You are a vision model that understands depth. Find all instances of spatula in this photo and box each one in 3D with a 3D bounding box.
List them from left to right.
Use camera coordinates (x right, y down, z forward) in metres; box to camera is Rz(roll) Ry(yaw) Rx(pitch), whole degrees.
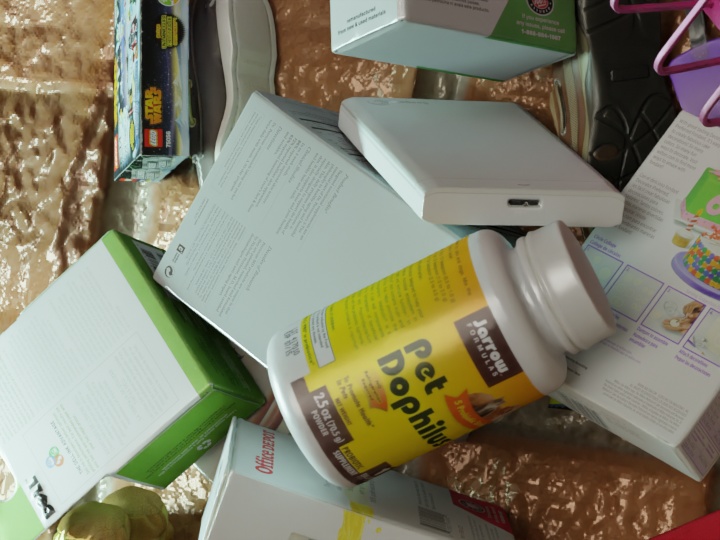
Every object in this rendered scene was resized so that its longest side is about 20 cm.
[{"bbox_3d":[0.217,-0.183,1.639,0.056,0.021,0.200,-23,72,23],"label":"spatula"}]

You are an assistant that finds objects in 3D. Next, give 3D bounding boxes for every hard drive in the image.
[{"bbox_3d":[0.074,-0.072,1.598,0.200,0.132,0.026,-127,41,-65],"label":"hard drive"}]

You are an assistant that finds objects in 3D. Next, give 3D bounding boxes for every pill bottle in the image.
[{"bbox_3d":[0.051,0.047,1.512,0.200,0.109,0.109,-27,71,12],"label":"pill bottle"}]

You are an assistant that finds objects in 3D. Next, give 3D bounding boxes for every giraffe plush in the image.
[{"bbox_3d":[-0.172,0.277,1.773,0.162,0.173,0.200,42,109,14],"label":"giraffe plush"}]

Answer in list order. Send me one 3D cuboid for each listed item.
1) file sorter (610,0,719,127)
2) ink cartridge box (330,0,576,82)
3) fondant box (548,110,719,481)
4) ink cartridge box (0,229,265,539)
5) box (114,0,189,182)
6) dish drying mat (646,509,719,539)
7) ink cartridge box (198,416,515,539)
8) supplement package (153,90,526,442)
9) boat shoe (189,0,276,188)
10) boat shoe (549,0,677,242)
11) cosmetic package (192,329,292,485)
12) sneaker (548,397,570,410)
[{"bbox_3d":[0.221,-0.205,1.532,0.200,0.125,0.139,55,132,22],"label":"file sorter"},{"bbox_3d":[0.058,-0.236,1.599,0.084,0.145,0.200,-17,71,53],"label":"ink cartridge box"},{"bbox_3d":[0.208,0.013,1.554,0.144,0.058,0.200,30,79,38],"label":"fondant box"},{"bbox_3d":[-0.190,0.093,1.722,0.200,0.076,0.148,-41,63,14],"label":"ink cartridge box"},{"bbox_3d":[-0.155,-0.172,1.816,0.040,0.137,0.200,1,84,-13],"label":"box"},{"bbox_3d":[0.213,0.206,1.607,0.200,0.018,0.077,-27,71,28],"label":"dish drying mat"},{"bbox_3d":[-0.005,0.179,1.621,0.200,0.145,0.084,19,99,-4],"label":"ink cartridge box"},{"bbox_3d":[0.000,0.000,1.682,0.200,0.151,0.152,37,104,30],"label":"supplement package"},{"bbox_3d":[-0.099,-0.110,1.806,0.059,0.072,0.200,-12,75,36],"label":"boat shoe"},{"bbox_3d":[0.164,-0.107,1.644,0.074,0.076,0.200,-175,82,-65],"label":"boat shoe"},{"bbox_3d":[-0.093,0.086,1.771,0.200,0.087,0.103,39,103,29],"label":"cosmetic package"},{"bbox_3d":[0.211,0.058,1.595,0.200,0.066,0.079,3,83,33],"label":"sneaker"}]
